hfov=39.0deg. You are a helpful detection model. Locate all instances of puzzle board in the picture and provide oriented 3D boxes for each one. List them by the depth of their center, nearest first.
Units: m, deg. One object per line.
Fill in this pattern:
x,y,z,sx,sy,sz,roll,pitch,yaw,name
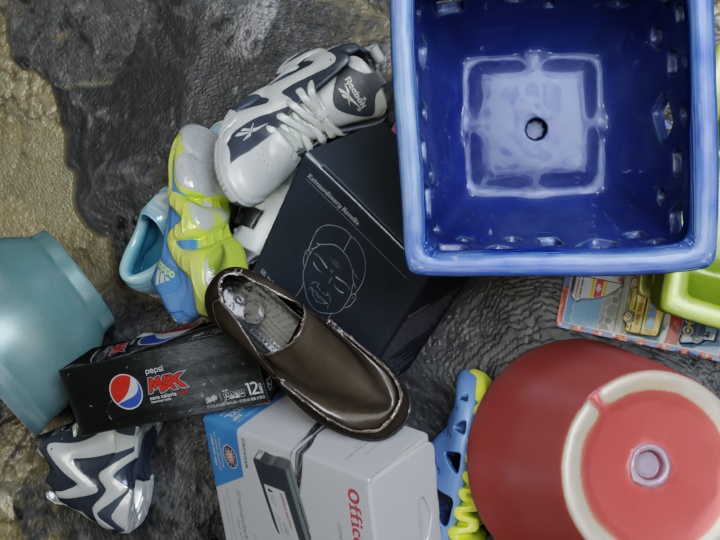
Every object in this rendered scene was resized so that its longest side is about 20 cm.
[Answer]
0.266,-0.033,0.904,0.149,0.017,0.202,11,88,19,puzzle board

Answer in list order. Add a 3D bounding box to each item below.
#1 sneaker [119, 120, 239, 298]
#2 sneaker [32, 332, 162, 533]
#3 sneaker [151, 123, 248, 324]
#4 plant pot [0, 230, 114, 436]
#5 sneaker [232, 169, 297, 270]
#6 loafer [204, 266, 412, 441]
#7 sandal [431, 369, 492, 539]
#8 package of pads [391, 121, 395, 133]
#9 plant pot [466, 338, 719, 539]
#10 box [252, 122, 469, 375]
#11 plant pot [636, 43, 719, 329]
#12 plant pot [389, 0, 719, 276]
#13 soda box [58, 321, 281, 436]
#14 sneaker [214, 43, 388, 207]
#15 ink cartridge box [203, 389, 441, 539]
-0.175,-0.062,1.019,0.073,0.082,0.202,28,94,18,sneaker
-0.269,0.155,1.031,0.128,0.079,0.202,10,98,10,sneaker
-0.166,-0.040,0.957,0.105,0.075,0.202,-36,50,33,sneaker
-0.334,0.045,1.020,0.134,0.201,0.200,-39,73,-17,plant pot
-0.088,-0.047,1.000,0.199,0.074,0.089,-38,66,4,sneaker
-0.047,0.067,0.812,0.199,0.071,0.073,34,82,6,loafer
0.076,0.187,0.918,0.086,0.079,0.202,10,87,23,sandal
0.118,-0.165,0.933,0.120,0.076,0.201,30,95,16,package of pads
0.195,0.150,0.792,0.198,0.177,0.203,1,83,-7,plant pot
0.000,0.000,0.896,0.148,0.107,0.201,45,134,17,box
0.325,-0.044,0.785,0.198,0.181,0.201,13,90,3,plant pot
0.123,-0.103,0.701,0.197,0.180,0.203,-2,95,4,plant pot
-0.167,0.092,0.918,0.198,0.063,0.072,-13,101,19,soda box
-0.041,-0.141,0.915,0.129,0.199,0.080,-12,119,42,sneaker
-0.034,0.196,0.888,0.199,0.084,0.146,11,118,39,ink cartridge box
